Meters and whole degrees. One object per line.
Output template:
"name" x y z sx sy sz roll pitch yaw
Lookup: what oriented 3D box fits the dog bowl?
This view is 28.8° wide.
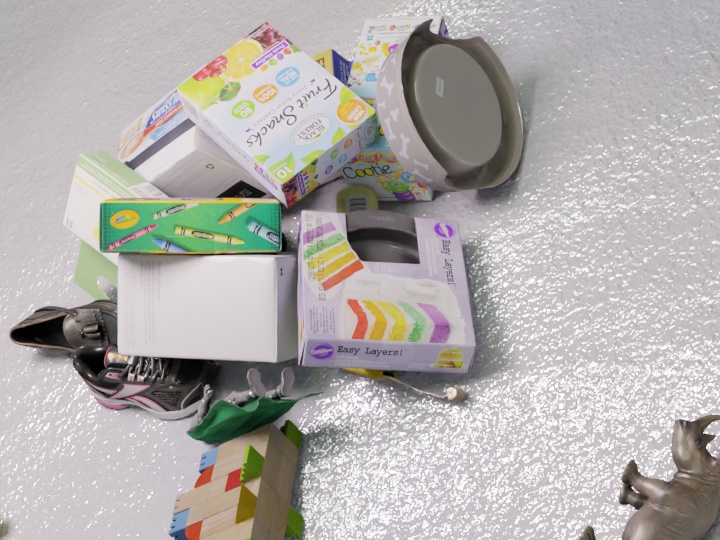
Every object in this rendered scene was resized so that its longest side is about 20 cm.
"dog bowl" 0.098 -0.181 1.587 0.058 0.199 0.202 -22 44 43

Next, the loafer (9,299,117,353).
"loafer" -0.363 0.079 1.768 0.198 0.073 0.063 -4 11 40

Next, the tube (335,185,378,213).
"tube" 0.000 0.000 1.613 0.058 0.051 0.202 124 147 -53

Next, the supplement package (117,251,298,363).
"supplement package" -0.161 0.037 1.586 0.197 0.117 0.119 1 93 21

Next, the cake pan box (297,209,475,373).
"cake pan box" 0.024 0.019 1.503 0.181 0.053 0.202 6 45 -8

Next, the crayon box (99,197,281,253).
"crayon box" -0.189 -0.051 1.572 0.197 0.059 0.119 0 4 -6

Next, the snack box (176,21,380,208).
"snack box" -0.095 -0.181 1.600 0.142 0.053 0.200 -39 60 -15

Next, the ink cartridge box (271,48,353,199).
"ink cartridge box" -0.062 -0.193 1.808 0.198 0.047 0.199 -24 46 20

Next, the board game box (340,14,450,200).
"board game box" 0.045 -0.194 1.681 0.103 0.103 0.202 1 56 21

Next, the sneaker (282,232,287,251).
"sneaker" -0.170 0.004 1.710 0.200 0.071 0.098 -44 24 13

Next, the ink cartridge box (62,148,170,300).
"ink cartridge box" -0.302 -0.027 1.718 0.145 0.048 0.202 34 121 24

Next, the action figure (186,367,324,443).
"action figure" -0.138 0.154 1.532 0.200 0.117 0.055 -35 58 53

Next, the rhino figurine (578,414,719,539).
"rhino figurine" 0.270 0.211 1.249 0.087 0.060 0.201 31 75 25

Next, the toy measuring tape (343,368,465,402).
"toy measuring tape" 0.030 0.084 1.507 0.198 0.074 0.074 14 65 33

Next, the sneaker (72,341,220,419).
"sneaker" -0.264 0.124 1.664 0.198 0.086 0.081 -6 55 30

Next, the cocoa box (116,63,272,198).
"cocoa box" -0.204 -0.137 1.750 0.199 0.133 0.133 -29 46 41

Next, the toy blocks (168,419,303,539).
"toy blocks" -0.141 0.254 1.483 0.136 0.100 0.201 -25 34 27
